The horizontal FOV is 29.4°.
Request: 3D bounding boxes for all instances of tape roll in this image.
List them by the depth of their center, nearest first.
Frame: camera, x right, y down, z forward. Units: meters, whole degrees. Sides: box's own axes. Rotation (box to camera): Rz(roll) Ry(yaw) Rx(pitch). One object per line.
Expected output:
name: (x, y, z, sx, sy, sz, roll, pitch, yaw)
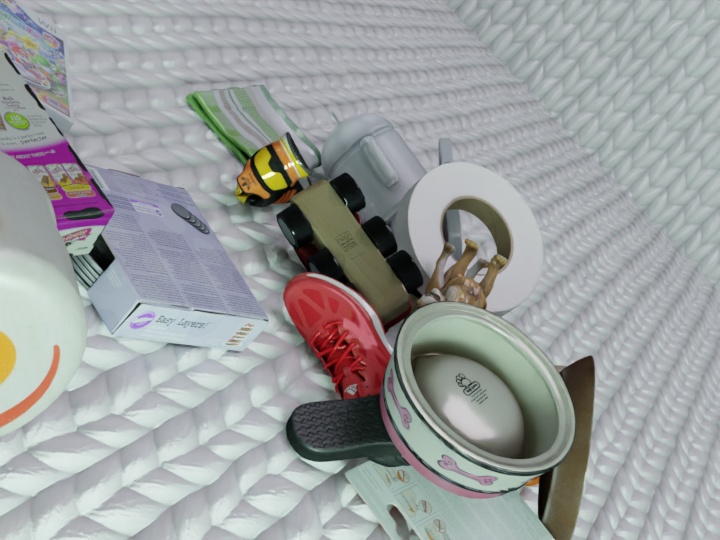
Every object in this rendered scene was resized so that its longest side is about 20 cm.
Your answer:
tape roll: (0.136, -0.036, 1.698, 0.201, 0.037, 0.205, 12, 64, -25)

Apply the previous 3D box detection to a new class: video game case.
video game case: (-0.367, -0.236, 1.438, 0.143, 0.018, 0.201, 31, 24, -32)
video game case: (0.121, -0.060, 1.847, 0.201, 0.018, 0.144, -91, 177, -47)

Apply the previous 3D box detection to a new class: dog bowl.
dog bowl: (0.105, 0.130, 1.318, 0.198, 0.074, 0.201, 19, 42, -18)

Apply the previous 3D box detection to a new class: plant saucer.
plant saucer: (0.213, 0.187, 1.440, 0.034, 0.203, 0.201, 7, 22, 4)

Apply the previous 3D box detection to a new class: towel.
towel: (-0.131, -0.184, 1.782, 0.149, 0.031, 0.200, 47, 20, 8)

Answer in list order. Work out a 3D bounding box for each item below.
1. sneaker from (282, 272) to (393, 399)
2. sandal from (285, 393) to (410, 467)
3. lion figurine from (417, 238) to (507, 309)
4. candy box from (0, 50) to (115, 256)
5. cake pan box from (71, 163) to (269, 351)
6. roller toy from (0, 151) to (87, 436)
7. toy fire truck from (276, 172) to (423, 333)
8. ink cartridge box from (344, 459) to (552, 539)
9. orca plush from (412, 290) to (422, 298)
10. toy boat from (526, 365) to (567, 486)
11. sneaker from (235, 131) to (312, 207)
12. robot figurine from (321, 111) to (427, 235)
sneaker: (-0.011, 0.090, 1.412, 0.200, 0.078, 0.116, 43, 19, -1)
sandal: (0.018, 0.158, 1.331, 0.198, 0.048, 0.076, 3, 48, -25)
lion figurine: (0.104, 0.031, 1.547, 0.072, 0.123, 0.200, 28, -4, 1)
candy box: (-0.319, -0.098, 1.167, 0.136, 0.061, 0.201, -10, 57, -51)
cake pan box: (-0.198, -0.013, 1.290, 0.185, 0.052, 0.199, 53, 21, 26)
roller toy: (-0.270, 0.021, 0.876, 0.182, 0.200, 0.140, 31, 24, -47)
toy fire truck: (0.000, 0.000, 1.588, 0.177, 0.128, 0.200, 53, -15, 20)
ink cartridge box: (0.082, 0.246, 1.366, 0.199, 0.047, 0.161, -16, 62, -49)
orca plush: (0.117, 0.066, 1.719, 0.200, 0.104, 0.072, 44, 51, -34)
toy boat: (0.185, 0.184, 1.588, 0.199, 0.129, 0.132, 3, 74, -61)
sneaker: (-0.109, -0.110, 1.626, 0.070, 0.089, 0.200, 61, -4, 3)
robot figurine: (0.023, -0.126, 1.834, 0.201, 0.112, 0.170, 54, -11, 10)
